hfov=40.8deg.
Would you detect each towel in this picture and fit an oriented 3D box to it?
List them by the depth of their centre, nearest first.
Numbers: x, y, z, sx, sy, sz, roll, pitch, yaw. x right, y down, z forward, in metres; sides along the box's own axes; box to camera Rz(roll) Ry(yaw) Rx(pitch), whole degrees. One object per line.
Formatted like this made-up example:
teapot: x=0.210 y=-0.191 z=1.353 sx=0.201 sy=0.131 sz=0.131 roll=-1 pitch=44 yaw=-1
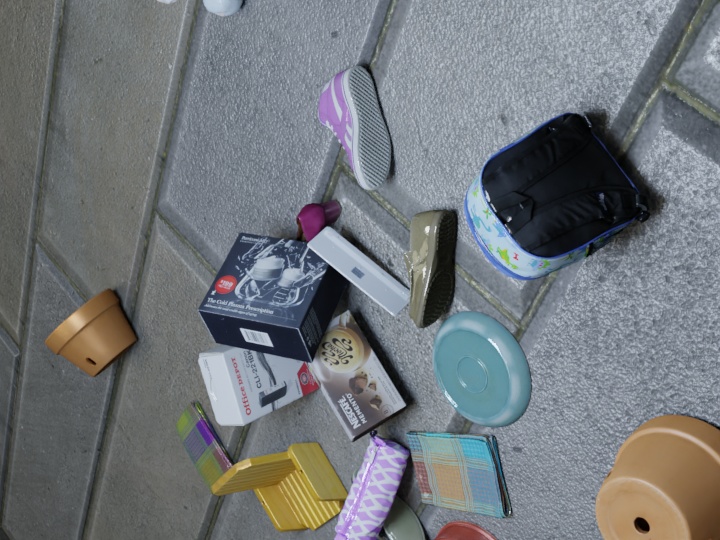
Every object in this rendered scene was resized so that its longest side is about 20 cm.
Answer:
towel: x=0.166 y=0.350 z=1.676 sx=0.199 sy=0.022 sz=0.147 roll=-6 pitch=101 yaw=48
towel: x=-0.360 y=0.416 z=2.254 sx=0.200 sy=0.023 sz=0.144 roll=55 pitch=137 yaw=17

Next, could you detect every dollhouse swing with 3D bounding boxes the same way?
dollhouse swing: x=-0.168 y=0.459 z=1.955 sx=0.182 sy=0.175 sz=0.200 roll=58 pitch=136 yaw=13

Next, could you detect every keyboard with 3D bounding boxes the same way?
keyboard: x=0.000 y=0.000 z=1.654 sx=0.200 sy=0.056 sz=0.011 roll=39 pitch=155 yaw=14

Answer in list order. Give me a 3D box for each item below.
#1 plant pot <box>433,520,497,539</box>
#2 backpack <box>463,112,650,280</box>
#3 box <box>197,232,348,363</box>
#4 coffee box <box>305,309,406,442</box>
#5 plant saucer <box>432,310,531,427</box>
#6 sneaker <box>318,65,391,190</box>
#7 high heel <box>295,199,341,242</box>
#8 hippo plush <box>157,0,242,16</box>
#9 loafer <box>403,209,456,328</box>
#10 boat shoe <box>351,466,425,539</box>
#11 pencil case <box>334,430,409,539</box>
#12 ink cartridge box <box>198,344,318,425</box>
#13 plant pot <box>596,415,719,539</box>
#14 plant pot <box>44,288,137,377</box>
plant pot: x=0.141 y=0.564 z=1.657 sx=0.200 sy=0.195 sz=0.202 roll=21 pitch=120 yaw=40
backpack: x=0.241 y=-0.085 z=1.290 sx=0.183 sy=0.199 sz=0.147 roll=57 pitch=157 yaw=10
box: x=-0.150 y=0.044 z=1.701 sx=0.199 sy=0.183 sz=0.104 roll=9 pitch=143 yaw=21
coffee box: x=-0.018 y=0.189 z=1.720 sx=0.201 sy=0.113 sz=0.080 roll=59 pitch=170 yaw=12
plant saucer: x=0.187 y=0.165 z=1.575 sx=0.200 sy=0.027 sz=0.201 roll=21 pitch=120 yaw=41
sneaker: x=-0.015 y=-0.226 z=1.605 sx=0.114 sy=0.072 sz=0.202 roll=-11 pitch=87 yaw=52
high heel: x=-0.109 y=-0.048 z=1.748 sx=0.067 sy=0.096 sz=0.200 roll=46 pitch=133 yaw=24
hippo plush: x=-0.263 y=-0.544 z=1.709 sx=0.160 sy=0.160 sz=0.200 roll=24 pitch=144 yaw=2
loafer: x=0.108 y=-0.006 z=1.560 sx=0.067 sy=0.076 sz=0.201 roll=23 pitch=111 yaw=40
boat shoe: x=0.046 y=0.461 z=1.808 sx=0.199 sy=0.074 sz=0.066 roll=46 pitch=137 yaw=22
pencil case: x=0.021 y=0.395 z=1.740 sx=0.084 sy=0.085 sz=0.201 roll=18 pitch=87 yaw=27
ink cartridge box: x=-0.193 y=0.195 z=1.856 sx=0.084 sy=0.200 sz=0.145 roll=-8 pitch=100 yaw=48
plant pot: x=0.412 y=0.313 z=1.303 sx=0.200 sy=0.140 sz=0.201 roll=19 pitch=118 yaw=41
plant pot: x=-0.633 y=0.159 z=2.328 sx=0.140 sy=0.200 sz=0.200 roll=48 pitch=137 yaw=-2
